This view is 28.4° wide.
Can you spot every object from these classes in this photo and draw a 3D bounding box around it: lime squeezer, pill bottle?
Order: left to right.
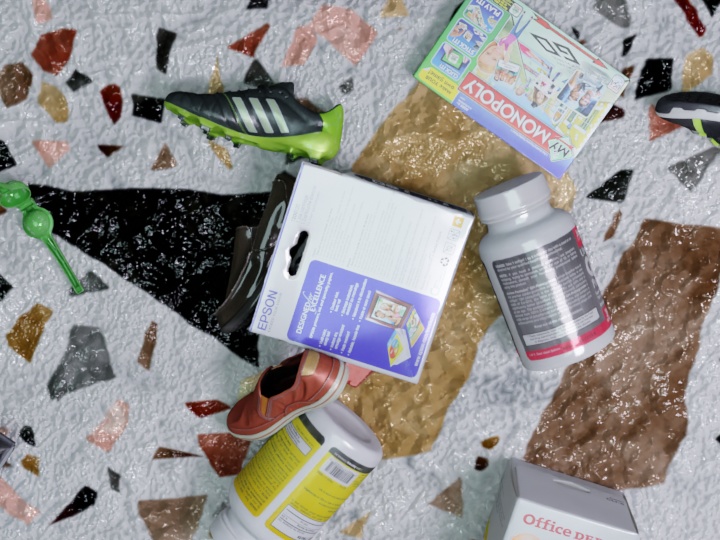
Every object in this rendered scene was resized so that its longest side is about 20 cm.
[{"bbox_3d":[-0.371,-0.060,1.599,0.038,0.071,0.200,-39,127,-7],"label":"lime squeezer"},{"bbox_3d":[-0.077,0.244,1.614,0.112,0.112,0.200,40,99,-5],"label":"pill bottle"},{"bbox_3d":[0.195,-0.001,1.558,0.110,0.111,0.201,-21,99,6],"label":"pill bottle"}]

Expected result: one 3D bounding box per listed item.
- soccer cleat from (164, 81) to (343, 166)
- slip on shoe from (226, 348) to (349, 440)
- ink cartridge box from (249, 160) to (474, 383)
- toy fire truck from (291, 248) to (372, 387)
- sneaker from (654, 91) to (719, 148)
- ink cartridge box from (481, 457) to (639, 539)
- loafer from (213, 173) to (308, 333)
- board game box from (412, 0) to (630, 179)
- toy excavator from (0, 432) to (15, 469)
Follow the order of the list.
[{"bbox_3d":[-0.115,-0.174,1.570,0.199,0.068,0.081,16,83,-1],"label":"soccer cleat"},{"bbox_3d":[-0.093,0.134,1.579,0.061,0.074,0.200,34,142,-23],"label":"slip on shoe"},{"bbox_3d":[0.000,0.000,1.551,0.199,0.043,0.199,18,98,-8],"label":"ink cartridge box"},{"bbox_3d":[-0.005,0.014,1.601,0.141,0.049,0.200,32,99,-5],"label":"toy fire truck"},{"bbox_3d":[0.414,-0.138,1.541,0.199,0.072,0.083,13,110,5],"label":"sneaker"},{"bbox_3d":[0.209,0.339,1.602,0.145,0.145,0.201,16,100,0],"label":"ink cartridge box"},{"bbox_3d":[-0.112,-0.022,1.595,0.071,0.073,0.201,33,95,6],"label":"loafer"},{"bbox_3d":[0.176,-0.212,1.562,0.200,0.029,0.135,34,99,-4],"label":"board game box"},{"bbox_3d":[-0.497,0.274,1.651,0.100,0.200,0.195,31,56,-2],"label":"toy excavator"}]
